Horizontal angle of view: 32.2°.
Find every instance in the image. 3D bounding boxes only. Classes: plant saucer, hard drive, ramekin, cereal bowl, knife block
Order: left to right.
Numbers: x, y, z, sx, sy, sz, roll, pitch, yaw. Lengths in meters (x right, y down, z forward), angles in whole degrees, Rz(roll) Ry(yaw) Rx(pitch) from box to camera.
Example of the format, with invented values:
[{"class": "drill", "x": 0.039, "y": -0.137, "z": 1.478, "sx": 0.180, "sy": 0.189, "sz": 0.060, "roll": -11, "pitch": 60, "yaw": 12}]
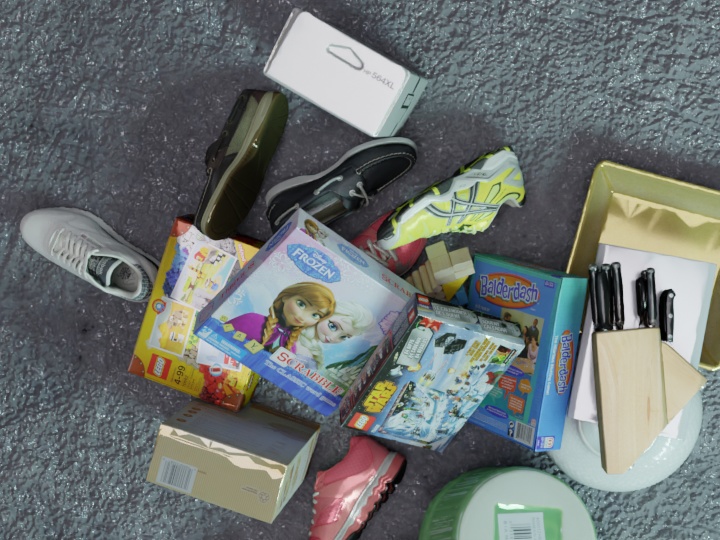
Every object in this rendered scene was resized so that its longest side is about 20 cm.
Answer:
[{"class": "ramekin", "x": 0.176, "y": 0.321, "z": 1.445, "sx": 0.200, "sy": 0.098, "sz": 0.200, "roll": 5, "pitch": 72, "yaw": -15}, {"class": "knife block", "x": 0.278, "y": 0.096, "z": 1.362, "sx": 0.176, "sy": 0.064, "sz": 0.200, "roll": 41, "pitch": 92, "yaw": 7}, {"class": "cereal bowl", "x": 0.301, "y": 0.168, "z": 1.463, "sx": 0.200, "sy": 0.083, "sz": 0.200, "roll": 1, "pitch": 98, "yaw": 9}, {"class": "hard drive", "x": 0.315, "y": 0.079, "z": 1.404, "sx": 0.132, "sy": 0.025, "sz": 0.200, "roll": 11, "pitch": 88, "yaw": 7}, {"class": "plant saucer", "x": 0.343, "y": -0.006, "z": 1.442, "sx": 0.200, "sy": 0.048, "sz": 0.200, "roll": 16, "pitch": 90, "yaw": 8}]

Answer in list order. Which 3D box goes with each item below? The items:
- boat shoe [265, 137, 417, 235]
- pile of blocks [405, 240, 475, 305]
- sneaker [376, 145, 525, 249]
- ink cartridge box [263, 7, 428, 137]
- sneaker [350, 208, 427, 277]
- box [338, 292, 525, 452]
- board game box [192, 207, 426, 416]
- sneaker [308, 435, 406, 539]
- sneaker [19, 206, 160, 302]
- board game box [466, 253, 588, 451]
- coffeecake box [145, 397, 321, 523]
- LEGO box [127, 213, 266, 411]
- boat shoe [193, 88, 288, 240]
[{"class": "boat shoe", "x": -0.019, "y": -0.093, "z": 1.482, "sx": 0.200, "sy": 0.076, "sz": 0.060, "roll": -26, "pitch": 52, "yaw": 20}, {"class": "pile of blocks", "x": 0.075, "y": 0.037, "z": 1.483, "sx": 0.082, "sy": 0.062, "sz": 0.200, "roll": 21, "pitch": 126, "yaw": -29}, {"class": "sneaker", "x": 0.110, "y": -0.071, "z": 1.439, "sx": 0.200, "sy": 0.075, "sz": 0.076, "roll": -30, "pitch": 96, "yaw": -16}, {"class": "ink cartridge box", "x": -0.013, "y": -0.219, "z": 1.408, "sx": 0.146, "sy": 0.200, "sz": 0.084, "roll": 30, "pitch": 100, "yaw": 5}, {"class": "sneaker", "x": 0.000, "y": 0.000, "z": 1.481, "sx": 0.200, "sy": 0.087, "sz": 0.074, "roll": -38, "pitch": 90, "yaw": 11}, {"class": "box", "x": 0.078, "y": 0.121, "z": 1.428, "sx": 0.137, "sy": 0.040, "sz": 0.200, "roll": 17, "pitch": 129, "yaw": -21}, {"class": "board game box", "x": -0.053, "y": 0.054, "z": 1.427, "sx": 0.200, "sy": 0.041, "sz": 0.200, "roll": 33, "pitch": 121, "yaw": -20}, {"class": "sneaker", "x": -0.030, "y": 0.291, "z": 1.536, "sx": 0.087, "sy": 0.074, "sz": 0.200, "roll": 36, "pitch": 84, "yaw": 16}, {"class": "sneaker", "x": -0.337, "y": -0.022, "z": 1.545, "sx": 0.200, "sy": 0.081, "sz": 0.076, "roll": 24, "pitch": 101, "yaw": 7}, {"class": "board game box", "x": 0.181, "y": 0.091, "z": 1.446, "sx": 0.045, "sy": 0.152, "sz": 0.200, "roll": 2, "pitch": 101, "yaw": -36}, {"class": "coffeecake box", "x": -0.144, "y": 0.214, "z": 1.479, "sx": 0.153, "sy": 0.200, "sz": 0.073, "roll": 17, "pitch": 99, "yaw": 7}, {"class": "LEGO box", "x": -0.179, "y": 0.050, "z": 1.528, "sx": 0.149, "sy": 0.077, "sz": 0.200, "roll": 19, "pitch": 99, "yaw": 6}, {"class": "boat shoe", "x": -0.152, "y": -0.129, "z": 1.491, "sx": 0.066, "sy": 0.072, "sz": 0.201, "roll": 17, "pitch": 72, "yaw": 26}]
